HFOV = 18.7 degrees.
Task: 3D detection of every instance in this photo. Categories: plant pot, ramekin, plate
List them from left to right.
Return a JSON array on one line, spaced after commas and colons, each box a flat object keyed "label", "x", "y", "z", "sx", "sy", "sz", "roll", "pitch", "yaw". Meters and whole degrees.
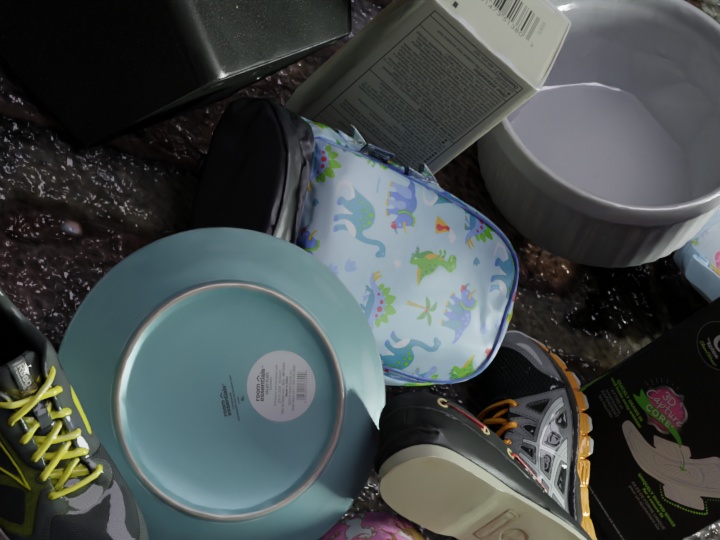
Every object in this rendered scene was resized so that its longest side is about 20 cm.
[{"label": "plant pot", "x": -0.121, "y": -0.190, "z": 1.343, "sx": 0.200, "sy": 0.199, "sz": 0.178, "roll": -27, "pitch": 94, "yaw": -46}, {"label": "plate", "x": -0.077, "y": 0.074, "z": 1.250, "sx": 0.200, "sy": 0.026, "sz": 0.201, "roll": 1, "pitch": 88, "yaw": -17}, {"label": "ramekin", "x": 0.175, "y": -0.097, "z": 1.542, "sx": 0.200, "sy": 0.105, "sz": 0.201, "roll": 5, "pitch": 57, "yaw": -8}]

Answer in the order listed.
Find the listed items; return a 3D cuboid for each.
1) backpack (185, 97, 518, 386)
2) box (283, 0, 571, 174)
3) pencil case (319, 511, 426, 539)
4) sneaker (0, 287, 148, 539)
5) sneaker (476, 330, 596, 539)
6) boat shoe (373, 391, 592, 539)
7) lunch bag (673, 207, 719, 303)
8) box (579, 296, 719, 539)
[{"label": "backpack", "x": 0.000, "y": 0.000, "z": 1.356, "sx": 0.200, "sy": 0.154, "sz": 0.164, "roll": 29, "pitch": 74, "yaw": -43}, {"label": "box", "x": 0.032, "y": -0.116, "z": 1.405, "sx": 0.095, "sy": 0.200, "sz": 0.078, "roll": 41, "pitch": 45, "yaw": -13}, {"label": "pencil case", "x": 0.028, "y": 0.204, "z": 1.214, "sx": 0.086, "sy": 0.200, "sz": 0.083, "roll": -27, "pitch": 109, "yaw": -5}, {"label": "sneaker", "x": -0.182, "y": 0.085, "z": 1.174, "sx": 0.074, "sy": 0.085, "sz": 0.200, "roll": -36, "pitch": 84, "yaw": -25}, {"label": "sneaker", "x": 0.101, "y": 0.131, "z": 1.402, "sx": 0.077, "sy": 0.078, "sz": 0.200, "roll": 8, "pitch": 60, "yaw": -31}, {"label": "boat shoe", "x": 0.084, "y": 0.143, "z": 1.300, "sx": 0.201, "sy": 0.074, "sz": 0.063, "roll": 41, "pitch": 29, "yaw": -32}, {"label": "lunch bag", "x": 0.340, "y": 0.020, "z": 1.603, "sx": 0.200, "sy": 0.127, "sz": 0.170, "roll": -17, "pitch": 52, "yaw": -42}, {"label": "box", "x": 0.246, "y": 0.087, "z": 1.458, "sx": 0.148, "sy": 0.200, "sz": 0.124, "roll": -27, "pitch": 83, "yaw": -45}]
